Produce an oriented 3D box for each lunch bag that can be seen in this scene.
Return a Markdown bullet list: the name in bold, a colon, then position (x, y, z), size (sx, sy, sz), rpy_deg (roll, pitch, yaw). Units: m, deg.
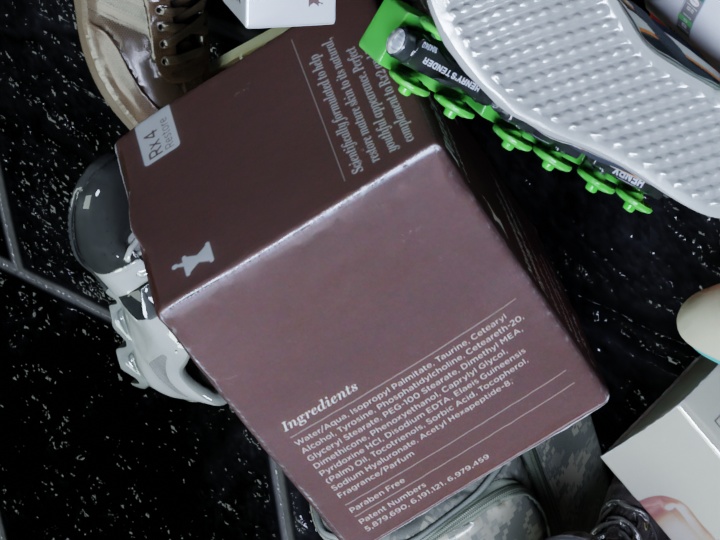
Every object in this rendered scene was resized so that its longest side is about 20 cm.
- **lunch bag**: position (0.050, 0.148, 1.523), size (0.139, 0.168, 0.201), rpy_deg (18, 146, 29)

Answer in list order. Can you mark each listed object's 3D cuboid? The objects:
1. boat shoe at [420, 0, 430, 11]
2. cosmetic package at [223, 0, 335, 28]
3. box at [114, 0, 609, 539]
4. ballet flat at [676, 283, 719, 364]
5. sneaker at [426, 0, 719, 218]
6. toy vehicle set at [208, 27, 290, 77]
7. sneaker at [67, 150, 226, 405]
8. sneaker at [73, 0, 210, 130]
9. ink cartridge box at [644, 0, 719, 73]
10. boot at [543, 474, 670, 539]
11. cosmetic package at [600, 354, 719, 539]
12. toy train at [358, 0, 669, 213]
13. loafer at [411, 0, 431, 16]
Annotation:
- **boat shoe**: position (0.035, -0.191, 1.234), size (0.066, 0.074, 0.200), rpy_deg (43, 157, 53)
- **cosmetic package**: position (-0.051, -0.235, 1.298), size (0.151, 0.051, 0.202), rpy_deg (-132, 41, -62)
- **box**: position (0.000, 0.000, 1.381), size (0.200, 0.164, 0.166), rpy_deg (53, -170, -37)
- **ballet flat**: position (0.248, 0.026, 1.304), size (0.199, 0.070, 0.070), rpy_deg (15, 134, 25)
- **sneaker**: position (0.104, -0.096, 1.242), size (0.200, 0.079, 0.079), rpy_deg (37, -173, -19)
- **toy vehicle set**: position (-0.065, -0.063, 1.561), size (0.200, 0.026, 0.125), rpy_deg (-22, 78, 54)
- **sneaker**: position (-0.122, 0.008, 1.706), size (0.088, 0.074, 0.201), rpy_deg (21, 146, 35)
- **sneaker**: position (-0.121, -0.164, 1.518), size (0.075, 0.070, 0.201), rpy_deg (-8, 106, 47)
- **ink cartridge box**: position (0.197, -0.084, 1.276), size (0.161, 0.050, 0.200), rpy_deg (42, 143, 12)
- **boot**: position (0.136, 0.149, 1.452), size (0.069, 0.175, 0.201), rpy_deg (15, 144, 15)
- **cosmetic package**: position (0.235, 0.132, 1.390), size (0.200, 0.103, 0.087), rpy_deg (51, 145, 1)
- **toy train**: position (0.081, -0.081, 1.316), size (0.199, 0.042, 0.056), rpy_deg (24, -167, -37)
- **loafer**: position (0.041, -0.198, 1.341), size (0.073, 0.071, 0.201), rpy_deg (-136, 25, -77)
